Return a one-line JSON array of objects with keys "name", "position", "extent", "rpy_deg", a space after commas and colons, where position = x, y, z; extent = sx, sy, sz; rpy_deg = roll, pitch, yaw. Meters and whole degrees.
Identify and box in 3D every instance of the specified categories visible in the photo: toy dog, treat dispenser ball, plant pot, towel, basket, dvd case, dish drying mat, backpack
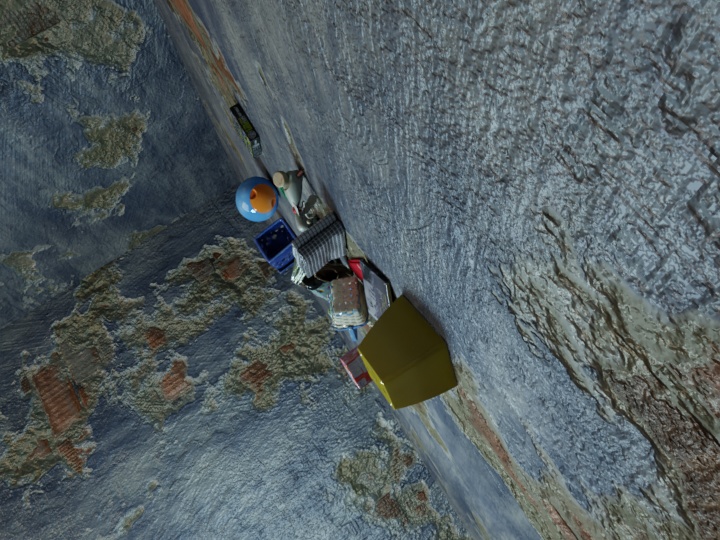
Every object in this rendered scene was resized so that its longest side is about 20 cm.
[{"name": "toy dog", "position": [-0.188, -0.236, 1.705], "extent": [0.095, 0.132, 0.202], "rpy_deg": [-17, 115, 39]}, {"name": "treat dispenser ball", "position": [-0.475, -0.328, 2.503], "extent": [0.203, 0.199, 0.201], "rpy_deg": [54, 170, 15]}, {"name": "plant pot", "position": [-0.423, -0.121, 2.912], "extent": [0.201, 0.198, 0.181], "rpy_deg": [50, 175, 33]}, {"name": "towel", "position": [-0.122, -0.070, 1.669], "extent": [0.086, 0.165, 0.201], "rpy_deg": [47, 168, 16]}, {"name": "basket", "position": [-0.038, 0.119, 1.815], "extent": [0.201, 0.135, 0.180], "rpy_deg": [64, -162, -57]}, {"name": "towel", "position": [-0.195, -0.074, 1.923], "extent": [0.172, 0.047, 0.204], "rpy_deg": [119, 162, -48]}, {"name": "dvd case", "position": [0.051, 0.081, 1.557], "extent": [0.148, 0.016, 0.204], "rpy_deg": [42, 150, 49]}, {"name": "plant pot", "position": [0.108, 0.227, 1.386], "extent": [0.200, 0.174, 0.202], "rpy_deg": [48, 167, 44]}, {"name": "dish drying mat", "position": [0.000, 0.000, 1.686], "extent": [0.078, 0.018, 0.200], "rpy_deg": [59, 170, -7]}, {"name": "backpack", "position": [-0.133, 0.036, 2.044], "extent": [0.126, 0.167, 0.200], "rpy_deg": [41, 177, 31]}]

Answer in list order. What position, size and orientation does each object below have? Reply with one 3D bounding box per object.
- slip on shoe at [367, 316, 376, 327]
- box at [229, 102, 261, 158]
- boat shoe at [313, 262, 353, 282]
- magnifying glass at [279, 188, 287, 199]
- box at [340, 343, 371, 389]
[{"name": "slip on shoe", "position": [0.066, 0.162, 1.731], "extent": [0.061, 0.075, 0.200], "rpy_deg": [34, 169, -1]}, {"name": "box", "position": [-0.462, -0.562, 2.205], "extent": [0.162, 0.044, 0.200], "rpy_deg": [57, 170, 3]}, {"name": "boat shoe", "position": [-0.095, 0.018, 1.835], "extent": [0.200, 0.075, 0.075], "rpy_deg": [18, -152, -42]}, {"name": "magnifying glass", "position": [-0.293, -0.301, 2.226], "extent": [0.202, 0.022, 0.080], "rpy_deg": [56, 170, 27]}, {"name": "box", "position": [0.042, 0.283, 1.795], "extent": [0.104, 0.198, 0.095], "rpy_deg": [58, 169, -11]}]
